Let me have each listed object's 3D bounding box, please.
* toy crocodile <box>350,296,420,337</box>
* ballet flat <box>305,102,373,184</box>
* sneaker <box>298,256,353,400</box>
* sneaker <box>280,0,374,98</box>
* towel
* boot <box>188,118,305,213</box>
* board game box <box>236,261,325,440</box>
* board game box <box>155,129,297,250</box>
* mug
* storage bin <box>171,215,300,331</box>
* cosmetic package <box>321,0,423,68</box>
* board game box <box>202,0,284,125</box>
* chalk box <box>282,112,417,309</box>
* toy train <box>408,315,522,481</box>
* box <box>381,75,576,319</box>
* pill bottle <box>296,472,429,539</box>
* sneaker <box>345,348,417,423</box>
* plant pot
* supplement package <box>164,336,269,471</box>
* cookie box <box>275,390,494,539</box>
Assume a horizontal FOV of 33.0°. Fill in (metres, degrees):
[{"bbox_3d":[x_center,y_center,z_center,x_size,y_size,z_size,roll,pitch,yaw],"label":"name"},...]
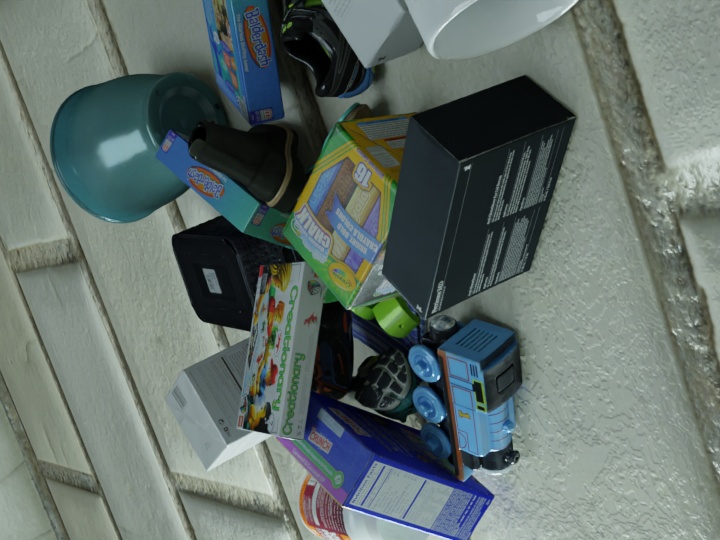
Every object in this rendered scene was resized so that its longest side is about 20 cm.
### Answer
[{"bbox_3d":[0.000,0.000,1.411,0.068,0.062,0.200,-55,51,15],"label":"toy crocodile"},{"bbox_3d":[-0.015,-0.119,1.384,0.072,0.068,0.200,48,150,3],"label":"ballet flat"},{"bbox_3d":[-0.043,0.058,1.498,0.078,0.075,0.200,-23,-66,-82],"label":"sneaker"},{"bbox_3d":[-0.054,-0.276,1.303,0.071,0.083,0.200,-32,81,61],"label":"sneaker"},{"bbox_3d":[0.026,0.029,1.464,0.145,0.024,0.200,33,138,44],"label":"towel"},{"bbox_3d":[-0.146,-0.154,1.442,0.078,0.138,0.200,-59,24,11],"label":"boot"},{"bbox_3d":[-0.092,0.092,1.415,0.126,0.035,0.200,-5,76,61],"label":"board game box"},{"bbox_3d":[-0.143,-0.095,1.520,0.200,0.152,0.045,39,102,38],"label":"board game box"},{"bbox_3d":[0.109,-0.298,0.996,0.200,0.148,0.176,-29,78,30],"label":"mug"},{"bbox_3d":[-0.165,0.000,1.676,0.200,0.094,0.135,5,116,56],"label":"storage bin"},{"bbox_3d":[-0.003,-0.315,1.206,0.200,0.071,0.101,59,149,11],"label":"cosmetic package"},{"bbox_3d":[-0.144,-0.290,1.421,0.152,0.045,0.200,-128,26,-55],"label":"board game box"},{"bbox_3d":[0.013,-0.048,1.280,0.124,0.124,0.200,50,130,24],"label":"chalk box"},{"bbox_3d":[0.120,0.143,1.340,0.114,0.087,0.200,19,130,41],"label":"toy train"},{"bbox_3d":[0.107,-0.067,1.148,0.079,0.141,0.200,45,144,30],"label":"box"},{"bbox_3d":[0.007,0.315,1.620,0.200,0.109,0.110,-4,108,59],"label":"pill bottle"},{"bbox_3d":[0.040,0.142,1.454,0.080,0.078,0.200,35,173,-6],"label":"sneaker"},{"bbox_3d":[-0.286,-0.181,1.654,0.188,0.200,0.200,-15,99,44],"label":"plant pot"},{"bbox_3d":[-0.142,0.161,1.649,0.120,0.200,0.121,58,149,11],"label":"supplement package"},{"bbox_3d":[0.027,0.227,1.415,0.075,0.200,0.171,-61,36,5],"label":"cookie box"}]
